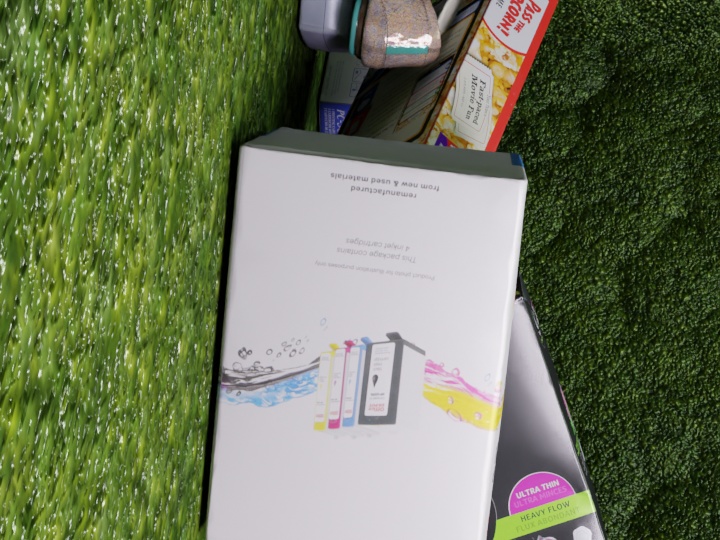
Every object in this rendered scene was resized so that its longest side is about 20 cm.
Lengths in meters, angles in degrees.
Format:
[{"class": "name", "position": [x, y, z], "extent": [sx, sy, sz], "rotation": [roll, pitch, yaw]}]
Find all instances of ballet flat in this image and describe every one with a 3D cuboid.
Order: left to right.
[{"class": "ballet flat", "position": [0.036, -0.195, 1.075], "extent": [0.069, 0.066, 0.201], "rotation": [93, 5, -48]}]

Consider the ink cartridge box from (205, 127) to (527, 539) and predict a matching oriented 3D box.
[{"class": "ink cartridge box", "position": [0.005, 0.036, 0.881], "extent": [0.147, 0.143, 0.203], "rotation": [-67, 163, -81]}]

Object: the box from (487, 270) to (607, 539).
[{"class": "box", "position": [0.078, 0.124, 1.181], "extent": [0.124, 0.147, 0.202], "rotation": [-62, 133, -81]}]

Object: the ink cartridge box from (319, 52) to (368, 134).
[{"class": "ink cartridge box", "position": [0.002, -0.162, 1.301], "extent": [0.095, 0.044, 0.201], "rotation": [90, 7, -48]}]

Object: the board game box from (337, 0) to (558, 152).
[{"class": "board game box", "position": [0.040, -0.100, 1.064], "extent": [0.151, 0.046, 0.201], "rotation": [-30, -152, 49]}]

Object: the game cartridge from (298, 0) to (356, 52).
[{"class": "game cartridge", "position": [-0.010, -0.213, 1.107], "extent": [0.200, 0.040, 0.135], "rotation": [-69, 169, -76]}]
